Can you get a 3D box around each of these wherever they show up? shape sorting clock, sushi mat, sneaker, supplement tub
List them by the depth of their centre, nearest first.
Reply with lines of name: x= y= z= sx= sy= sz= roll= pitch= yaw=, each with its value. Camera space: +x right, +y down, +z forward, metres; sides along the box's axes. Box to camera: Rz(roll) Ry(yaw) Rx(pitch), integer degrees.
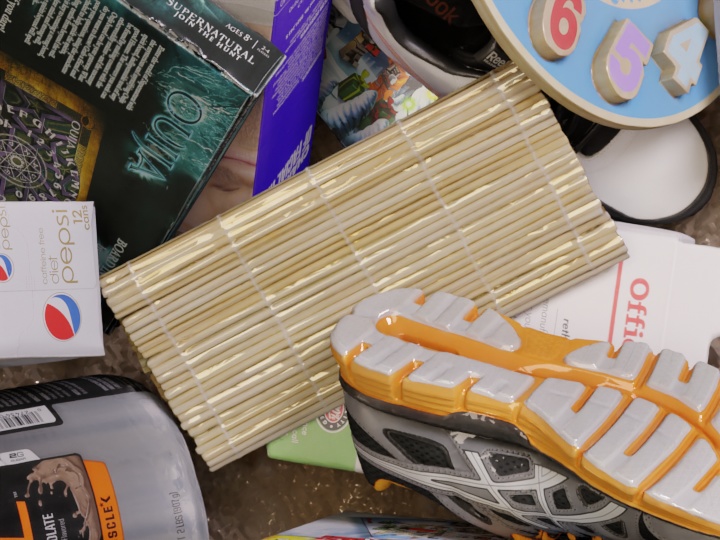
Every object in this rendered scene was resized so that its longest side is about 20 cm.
sneaker: x=0.080 y=0.071 z=1.127 sx=0.199 sy=0.078 sz=0.078 roll=21 pitch=129 yaw=28
shape sorting clock: x=0.099 y=-0.155 z=1.160 sx=0.039 sy=0.199 sz=0.201 roll=-17 pitch=83 yaw=41
sushi mat: x=0.000 y=0.000 z=1.165 sx=0.199 sy=0.012 sz=0.096 roll=-27 pitch=112 yaw=12
supplement tub: x=-0.171 y=0.114 z=1.180 sx=0.199 sy=0.122 sz=0.123 roll=-9 pitch=84 yaw=-32
sneaker: x=0.065 y=-0.075 z=1.180 sx=0.199 sy=0.080 sz=0.074 roll=33 pitch=100 yaw=-20

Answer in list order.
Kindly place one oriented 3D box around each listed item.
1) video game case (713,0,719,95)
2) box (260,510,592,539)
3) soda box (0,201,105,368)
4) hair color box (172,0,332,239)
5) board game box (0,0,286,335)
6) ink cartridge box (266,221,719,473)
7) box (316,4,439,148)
video game case: x=0.228 y=-0.154 z=1.183 sx=0.181 sy=0.023 sz=0.202 roll=-3 pitch=86 yaw=-9
box: x=0.039 y=0.124 z=1.144 sx=0.136 sy=0.200 sz=0.038 roll=5 pitch=90 yaw=12
soda box: x=-0.193 y=0.013 z=1.213 sx=0.199 sy=0.068 sz=0.064 roll=-9 pitch=84 yaw=46
hair color box: x=-0.074 y=-0.089 z=1.183 sx=0.109 sy=0.201 sz=0.065 roll=24 pitch=54 yaw=12
board game box: x=-0.120 y=-0.064 z=1.167 sx=0.135 sy=0.200 sz=0.028 roll=35 pitch=54 yaw=-2
ink cartridge box: x=0.071 y=0.034 z=1.209 sx=0.199 sy=0.067 sz=0.118 roll=9 pitch=91 yaw=12
box: x=-0.006 y=-0.161 z=1.249 sx=0.137 sy=0.040 sz=0.200 roll=-40 pitch=81 yaw=6
